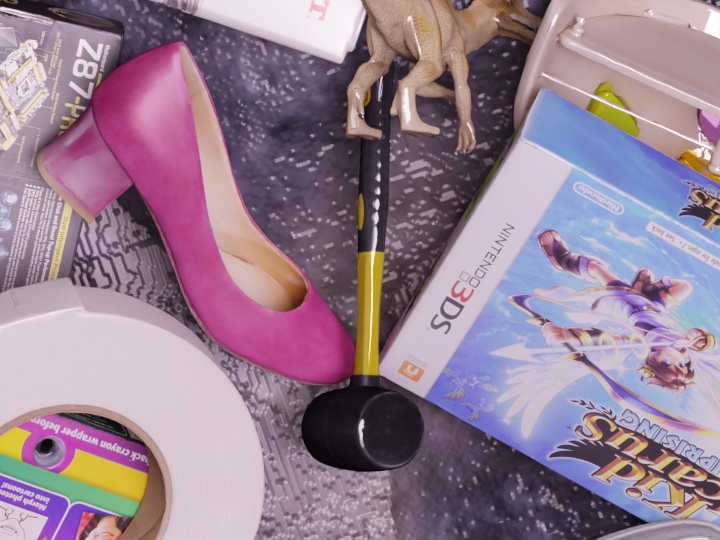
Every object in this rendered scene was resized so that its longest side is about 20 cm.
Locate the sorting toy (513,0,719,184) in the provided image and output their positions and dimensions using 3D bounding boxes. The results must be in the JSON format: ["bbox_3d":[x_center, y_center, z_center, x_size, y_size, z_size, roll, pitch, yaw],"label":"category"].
[{"bbox_3d":[0.156,-0.028,1.451,0.200,0.107,0.180,25,114,2],"label":"sorting toy"}]

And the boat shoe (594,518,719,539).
[{"bbox_3d":[0.097,0.182,1.436,0.202,0.065,0.075,-22,97,-9],"label":"boat shoe"}]

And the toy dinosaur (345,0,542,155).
[{"bbox_3d":[0.020,-0.112,1.406,0.058,0.200,0.101,3,82,29],"label":"toy dinosaur"}]

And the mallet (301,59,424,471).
[{"bbox_3d":[0.000,0.000,1.458,0.041,0.066,0.200,5,78,-27],"label":"mallet"}]

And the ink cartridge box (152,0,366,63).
[{"bbox_3d":[-0.075,-0.200,1.437,0.200,0.084,0.146,19,99,0],"label":"ink cartridge box"}]

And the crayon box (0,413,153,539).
[{"bbox_3d":[-0.187,0.134,1.461,0.200,0.058,0.173,22,103,-25],"label":"crayon box"}]

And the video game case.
[{"bbox_3d":[0.131,0.031,1.433,0.200,0.045,0.181,29,135,-2],"label":"video game case"}]

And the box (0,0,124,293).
[{"bbox_3d":[-0.214,-0.041,1.469,0.161,0.049,0.200,12,102,-6],"label":"box"}]

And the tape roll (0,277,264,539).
[{"bbox_3d":[-0.144,0.104,1.409,0.202,0.037,0.203,-7,115,-16],"label":"tape roll"}]

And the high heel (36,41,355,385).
[{"bbox_3d":[-0.054,-0.025,1.444,0.096,0.067,0.200,-38,111,27],"label":"high heel"}]
